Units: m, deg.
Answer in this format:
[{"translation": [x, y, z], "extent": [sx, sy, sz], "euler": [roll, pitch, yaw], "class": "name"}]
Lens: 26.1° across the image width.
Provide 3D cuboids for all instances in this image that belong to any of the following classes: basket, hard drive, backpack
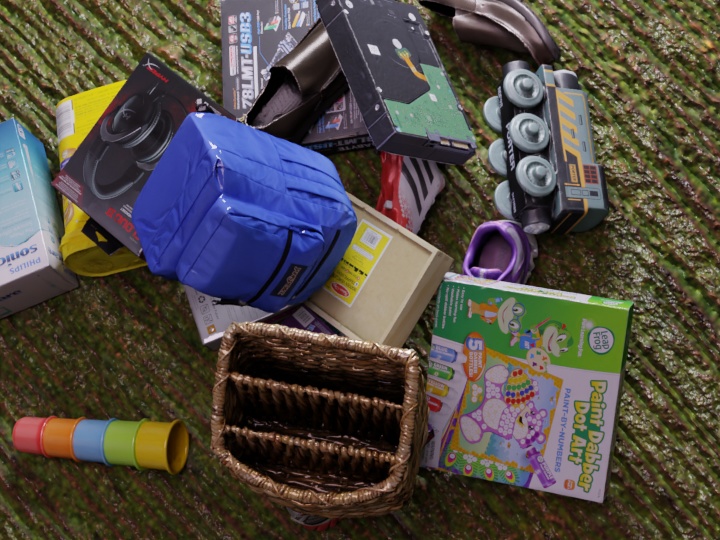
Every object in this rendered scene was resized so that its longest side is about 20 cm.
[{"translation": [-0.043, 0.150, 1.489], "extent": [0.199, 0.149, 0.144], "euler": [10, 66, 12], "class": "basket"}, {"translation": [0.039, -0.209, 1.670], "extent": [0.038, 0.139, 0.201], "euler": [-41, 60, 34], "class": "hard drive"}, {"translation": [-0.106, -0.041, 1.579], "extent": [0.163, 0.199, 0.168], "euler": [-50, 45, 29], "class": "backpack"}]

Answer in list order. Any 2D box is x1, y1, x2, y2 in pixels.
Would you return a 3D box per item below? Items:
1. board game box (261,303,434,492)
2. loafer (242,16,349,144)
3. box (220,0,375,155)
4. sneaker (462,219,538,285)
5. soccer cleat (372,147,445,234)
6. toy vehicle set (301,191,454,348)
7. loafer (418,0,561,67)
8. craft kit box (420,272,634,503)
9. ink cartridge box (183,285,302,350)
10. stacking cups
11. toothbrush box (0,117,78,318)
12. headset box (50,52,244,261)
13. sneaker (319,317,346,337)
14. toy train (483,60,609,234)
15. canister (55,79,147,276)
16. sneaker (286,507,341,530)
[{"translation": [-0.034, 0.139, 1.589], "extent": [0.120, 0.032, 0.200], "euler": [-40, 66, -16], "class": "board game box"}, {"translation": [-0.060, -0.213, 1.721], "extent": [0.073, 0.071, 0.201], "euler": [31, 85, 22], "class": "loafer"}, {"translation": [-0.061, -0.230, 1.790], "extent": [0.197, 0.050, 0.201], "euler": [-9, 71, 15], "class": "box"}, {"translation": [0.132, 0.034, 1.624], "extent": [0.080, 0.088, 0.202], "euler": [7, 77, 16], "class": "sneaker"}, {"translation": [0.052, -0.075, 1.694], "extent": [0.068, 0.085, 0.202], "euler": [-11, 73, 59], "class": "soccer cleat"}, {"translation": [0.000, 0.000, 1.620], "extent": [0.200, 0.026, 0.125], "euler": [35, 94, 49], "class": "toy vehicle set"}, {"translation": [0.142, -0.275, 1.738], "extent": [0.071, 0.073, 0.200], "euler": [-50, 56, 1], "class": "loafer"}, {"translation": [0.164, 0.117, 1.566], "extent": [0.196, 0.048, 0.202], "euler": [8, 100, 14], "class": "craft kit box"}, {"translation": [-0.097, 0.006, 1.731], "extent": [0.199, 0.037, 0.095], "euler": [-25, 68, 10], "class": "ink cartridge box"}, {"translation": [-0.290, 0.184, 1.718], "extent": [0.199, 0.061, 0.061], "euler": [5, 74, 19], "class": "stacking cups"}, {"translation": [-0.431, -0.054, 1.824], "extent": [0.146, 0.085, 0.201], "euler": [-22, 67, 8], "class": "toothbrush box"}, {"translation": [-0.225, -0.108, 1.682], "extent": [0.149, 0.077, 0.200], "euler": [38, 90, 26], "class": "headset box"}, {"translation": [-0.067, 0.138, 1.671], "extent": [0.079, 0.078, 0.201], "euler": [26, 76, 42], "class": "sneaker"}, {"translation": [0.199, -0.129, 1.655], "extent": [0.113, 0.085, 0.201], "euler": [4, 64, -19], "class": "toy train"}, {"translation": [-0.276, -0.110, 1.796], "extent": [0.147, 0.087, 0.201], "euler": [-14, 68, 13], "class": "canister"}, {"translation": [-0.008, 0.181, 1.621], "extent": [0.078, 0.082, 0.201], "euler": [30, 82, 23], "class": "sneaker"}]
